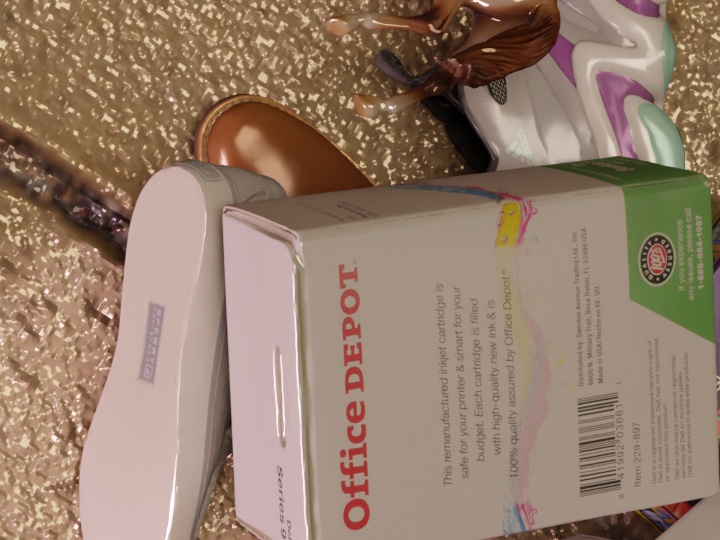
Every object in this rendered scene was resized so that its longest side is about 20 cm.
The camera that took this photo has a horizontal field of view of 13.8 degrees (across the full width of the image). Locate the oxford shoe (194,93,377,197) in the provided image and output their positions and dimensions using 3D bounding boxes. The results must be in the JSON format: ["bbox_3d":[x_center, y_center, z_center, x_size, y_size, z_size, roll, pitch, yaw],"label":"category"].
[{"bbox_3d":[0.000,0.000,1.350,0.071,0.071,0.200,-40,96,-10],"label":"oxford shoe"}]

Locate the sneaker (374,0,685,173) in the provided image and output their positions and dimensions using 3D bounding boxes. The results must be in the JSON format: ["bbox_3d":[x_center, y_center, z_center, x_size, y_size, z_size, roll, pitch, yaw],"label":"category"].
[{"bbox_3d":[0.076,-0.110,1.375,0.139,0.078,0.201,-1,74,-4],"label":"sneaker"}]

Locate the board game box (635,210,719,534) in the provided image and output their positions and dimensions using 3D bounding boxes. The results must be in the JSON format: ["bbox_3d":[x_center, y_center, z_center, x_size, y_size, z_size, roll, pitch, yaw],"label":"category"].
[{"bbox_3d":[0.216,0.055,1.421,0.165,0.057,0.200,41,78,-13],"label":"board game box"}]

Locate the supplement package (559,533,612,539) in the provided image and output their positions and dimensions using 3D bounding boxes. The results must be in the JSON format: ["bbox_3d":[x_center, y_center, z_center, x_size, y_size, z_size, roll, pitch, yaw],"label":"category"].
[{"bbox_3d":[0.046,0.206,1.330,0.199,0.120,0.122,-16,93,-17],"label":"supplement package"}]

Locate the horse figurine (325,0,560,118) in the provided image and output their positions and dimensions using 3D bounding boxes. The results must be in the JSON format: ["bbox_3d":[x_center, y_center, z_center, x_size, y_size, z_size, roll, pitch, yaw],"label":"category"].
[{"bbox_3d":[0.034,-0.136,1.331,0.132,0.200,0.050,-19,133,-15],"label":"horse figurine"}]

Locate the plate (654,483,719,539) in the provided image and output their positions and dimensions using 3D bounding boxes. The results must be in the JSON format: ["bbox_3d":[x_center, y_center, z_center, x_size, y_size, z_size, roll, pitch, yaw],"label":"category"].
[{"bbox_3d":[0.194,0.190,1.320,0.200,0.032,0.200,-34,107,-44],"label":"plate"}]

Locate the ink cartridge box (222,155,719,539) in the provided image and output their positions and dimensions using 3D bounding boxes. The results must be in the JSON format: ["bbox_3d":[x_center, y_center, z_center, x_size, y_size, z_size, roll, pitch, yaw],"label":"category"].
[{"bbox_3d":[0.047,0.036,1.274,0.199,0.087,0.146,-9,103,-26],"label":"ink cartridge box"}]

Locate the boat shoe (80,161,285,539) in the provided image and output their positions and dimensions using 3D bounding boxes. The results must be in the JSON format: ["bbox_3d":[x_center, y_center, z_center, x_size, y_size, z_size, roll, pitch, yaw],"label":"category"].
[{"bbox_3d":[-0.074,0.051,1.317,0.068,0.072,0.201,1,98,-41],"label":"boat shoe"}]
